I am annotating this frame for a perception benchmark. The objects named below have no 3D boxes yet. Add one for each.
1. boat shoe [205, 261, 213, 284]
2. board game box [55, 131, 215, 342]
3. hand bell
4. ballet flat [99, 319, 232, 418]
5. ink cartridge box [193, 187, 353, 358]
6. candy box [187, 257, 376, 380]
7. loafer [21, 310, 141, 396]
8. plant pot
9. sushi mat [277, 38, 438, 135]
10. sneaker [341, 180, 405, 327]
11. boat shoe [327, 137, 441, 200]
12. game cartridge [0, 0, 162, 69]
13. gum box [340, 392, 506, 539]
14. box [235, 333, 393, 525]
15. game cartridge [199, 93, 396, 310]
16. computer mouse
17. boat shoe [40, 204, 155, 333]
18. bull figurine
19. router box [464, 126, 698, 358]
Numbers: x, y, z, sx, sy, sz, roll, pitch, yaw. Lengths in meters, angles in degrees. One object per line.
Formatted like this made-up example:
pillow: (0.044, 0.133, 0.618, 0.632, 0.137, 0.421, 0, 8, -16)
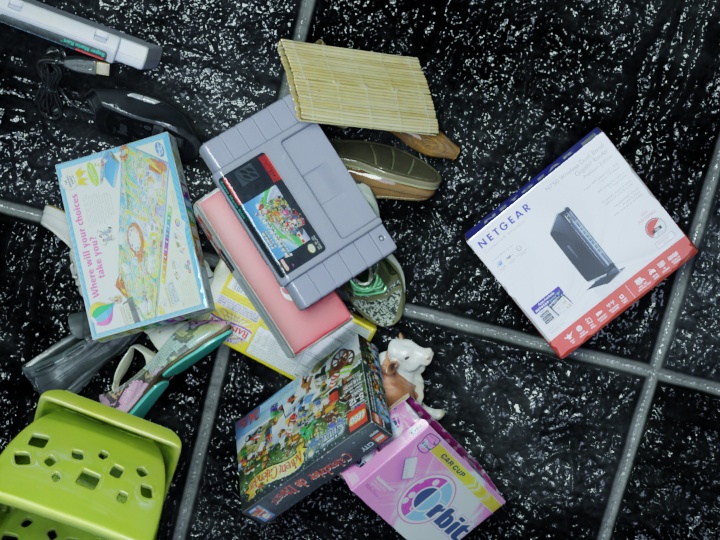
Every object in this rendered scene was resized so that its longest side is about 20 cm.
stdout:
boat shoe: (-0.243, -0.053, 1.730, 0.200, 0.074, 0.065, 35, 103, -6)
board game box: (-0.246, -0.036, 1.659, 0.134, 0.034, 0.201, -15, 80, 7)
hand bell: (0.022, -0.170, 1.706, 0.199, 0.104, 0.104, 23, 102, -15)
ballet flat: (-0.235, 0.106, 1.761, 0.200, 0.069, 0.071, -43, 77, 20)
ink cartridge box: (-0.096, -0.007, 1.666, 0.084, 0.176, 0.200, -33, 91, -6)
candy box: (-0.091, 0.064, 1.776, 0.199, 0.026, 0.103, 28, 103, -4)
loafer: (-0.308, 0.074, 1.760, 0.200, 0.068, 0.070, -41, 106, 11)
plant pot: (-0.316, 0.262, 1.722, 0.198, 0.182, 0.200, 20, 137, -2)
sushi mat: (0.001, -0.196, 1.647, 0.012, 0.199, 0.096, -33, 64, 44)
sneaker: (0.000, 0.000, 1.708, 0.077, 0.089, 0.200, -13, 128, 12)
boat shoe: (-0.011, -0.107, 1.723, 0.199, 0.072, 0.068, 14, 117, -2)
game cartridge: (-0.320, -0.264, 1.659, 0.199, 0.130, 0.039, 20, 102, -3)
gum box: (0.065, 0.235, 1.736, 0.113, 0.066, 0.200, -40, 132, 4)
box: (-0.056, 0.179, 1.721, 0.200, 0.137, 0.038, -37, 127, 23)
game cartridge: (-0.066, -0.073, 1.594, 0.129, 0.038, 0.200, -33, 90, -27)
computer mouse: (-0.264, -0.194, 1.684, 0.199, 0.141, 0.046, 18, 63, 1)
boat shoe: (-0.296, -0.001, 1.713, 0.200, 0.071, 0.069, 36, 89, 21)
bull figurine: (0.025, 0.166, 1.772, 0.200, 0.065, 0.121, -42, 107, 14)
router box: (0.250, -0.031, 1.738, 0.200, 0.049, 0.180, -40, 99, 9)
